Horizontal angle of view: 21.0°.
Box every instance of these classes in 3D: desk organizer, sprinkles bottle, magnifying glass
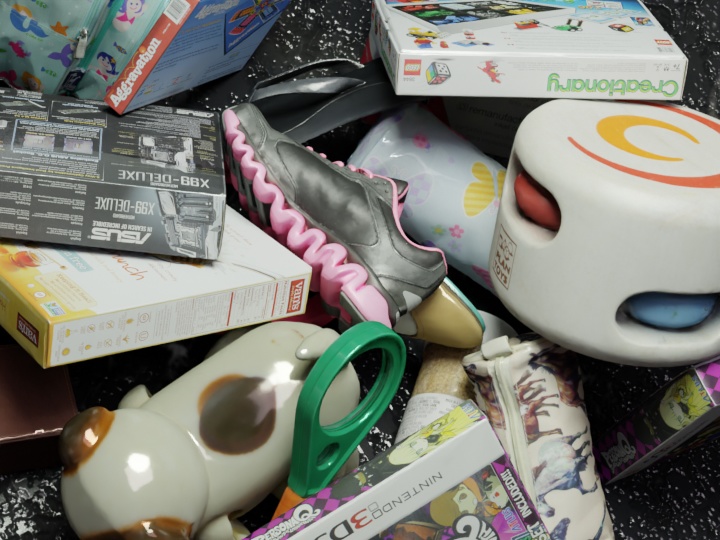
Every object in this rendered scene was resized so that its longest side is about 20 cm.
[{"bbox_3d":[-0.251,0.035,1.306,0.077,0.072,0.200,-7,67,-23],"label":"desk organizer"},{"bbox_3d":[0.056,0.125,1.359,0.068,0.068,0.200,23,60,-5],"label":"sprinkles bottle"},{"bbox_3d":[-0.028,0.120,1.221,0.022,0.200,0.080,35,22,31],"label":"magnifying glass"}]

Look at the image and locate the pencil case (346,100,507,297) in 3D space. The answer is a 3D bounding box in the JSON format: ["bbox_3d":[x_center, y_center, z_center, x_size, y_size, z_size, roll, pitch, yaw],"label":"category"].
[{"bbox_3d":[0.080,-0.040,1.425,0.200,0.091,0.083,35,56,-6],"label":"pencil case"}]

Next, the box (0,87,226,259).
[{"bbox_3d":[-0.191,-0.069,1.289,0.200,0.050,0.158,6,24,-10],"label":"box"}]

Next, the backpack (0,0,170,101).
[{"bbox_3d":[-0.189,-0.219,1.365,0.150,0.200,0.178,22,47,-3],"label":"backpack"}]

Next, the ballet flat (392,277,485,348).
[{"bbox_3d":[0.000,0.000,1.367,0.063,0.069,0.200,-40,67,-19],"label":"ballet flat"}]

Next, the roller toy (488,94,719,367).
[{"bbox_3d":[0.180,-0.025,1.301,0.200,0.140,0.182,22,29,21],"label":"roller toy"}]

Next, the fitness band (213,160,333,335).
[{"bbox_3d":[-0.096,-0.022,1.406,0.200,0.037,0.144,7,65,-13],"label":"fitness band"}]

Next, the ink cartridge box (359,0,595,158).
[{"bbox_3d":[0.092,-0.196,1.454,0.147,0.200,0.086,13,28,-9],"label":"ink cartridge box"}]

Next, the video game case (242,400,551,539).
[{"bbox_3d":[0.039,0.209,1.227,0.181,0.036,0.200,-30,114,-5],"label":"video game case"}]

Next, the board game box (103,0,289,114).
[{"bbox_3d":[-0.105,-0.171,1.382,0.019,0.103,0.200,42,25,6],"label":"board game box"}]

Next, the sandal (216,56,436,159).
[{"bbox_3d":[-0.024,-0.133,1.401,0.200,0.043,0.076,-20,29,0],"label":"sandal"}]

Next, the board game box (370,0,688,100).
[{"bbox_3d":[0.114,-0.157,1.353,0.200,0.035,0.126,0,26,-8],"label":"board game box"}]

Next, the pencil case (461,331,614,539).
[{"bbox_3d":[0.124,0.136,1.323,0.078,0.089,0.200,-11,95,19],"label":"pencil case"}]

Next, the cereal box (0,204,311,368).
[{"bbox_3d":[-0.152,-0.002,1.272,0.200,0.040,0.144,-12,34,-37],"label":"cereal box"}]

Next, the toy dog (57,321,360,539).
[{"bbox_3d":[-0.099,0.122,1.246,0.200,0.194,0.140,-27,87,-34],"label":"toy dog"}]

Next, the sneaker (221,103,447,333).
[{"bbox_3d":[-0.017,-0.044,1.321,0.095,0.079,0.200,-35,73,-14],"label":"sneaker"}]

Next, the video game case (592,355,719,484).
[{"bbox_3d":[0.283,0.082,1.388,0.200,0.181,0.036,-18,74,-25],"label":"video game case"}]
